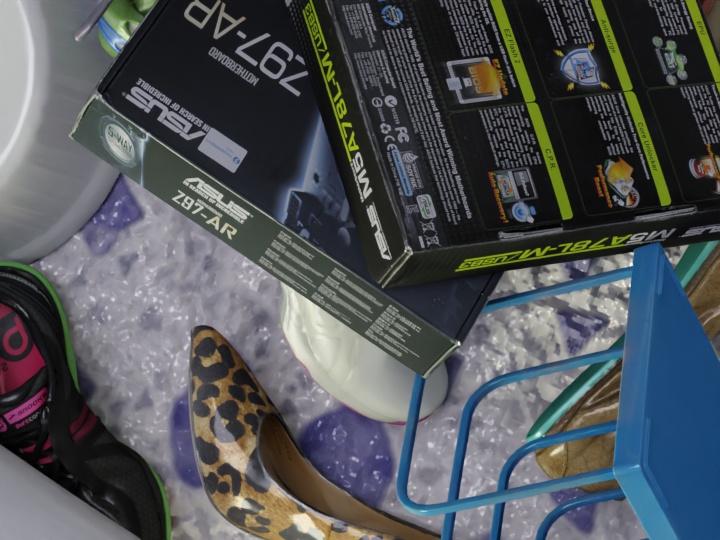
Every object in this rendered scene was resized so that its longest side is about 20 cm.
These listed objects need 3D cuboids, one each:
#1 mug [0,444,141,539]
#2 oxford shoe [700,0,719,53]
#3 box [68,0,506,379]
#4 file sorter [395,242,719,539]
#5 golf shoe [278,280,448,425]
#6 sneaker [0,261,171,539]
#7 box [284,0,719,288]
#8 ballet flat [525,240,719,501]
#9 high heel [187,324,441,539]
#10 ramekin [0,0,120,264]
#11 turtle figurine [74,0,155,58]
[{"bbox_3d":[-0.180,0.165,1.311,0.153,0.187,0.150,24,94,9],"label":"mug"},{"bbox_3d":[0.160,-0.112,1.278,0.070,0.075,0.200,50,124,38],"label":"oxford shoe"},{"bbox_3d":[-0.009,-0.070,1.182,0.200,0.044,0.160,35,58,-4],"label":"box"},{"bbox_3d":[0.115,0.116,1.188,0.122,0.200,0.139,-14,39,24],"label":"file sorter"},{"bbox_3d":[0.000,0.000,1.270,0.091,0.200,0.075,-4,40,42],"label":"golf shoe"},{"bbox_3d":[-0.170,0.088,1.367,0.077,0.084,0.200,-34,78,15],"label":"sneaker"},{"bbox_3d":[0.071,-0.100,1.177,0.048,0.192,0.201,-48,56,56],"label":"box"},{"bbox_3d":[0.167,0.035,1.269,0.072,0.068,0.200,38,99,-2],"label":"ballet flat"},{"bbox_3d":[-0.003,0.105,1.309,0.142,0.071,0.201,-19,96,24],"label":"high heel"},{"bbox_3d":[-0.231,-0.101,1.398,0.200,0.098,0.201,-2,85,20],"label":"ramekin"},{"bbox_3d":[-0.046,-0.166,1.317,0.144,0.200,0.194,36,94,-16],"label":"turtle figurine"}]
